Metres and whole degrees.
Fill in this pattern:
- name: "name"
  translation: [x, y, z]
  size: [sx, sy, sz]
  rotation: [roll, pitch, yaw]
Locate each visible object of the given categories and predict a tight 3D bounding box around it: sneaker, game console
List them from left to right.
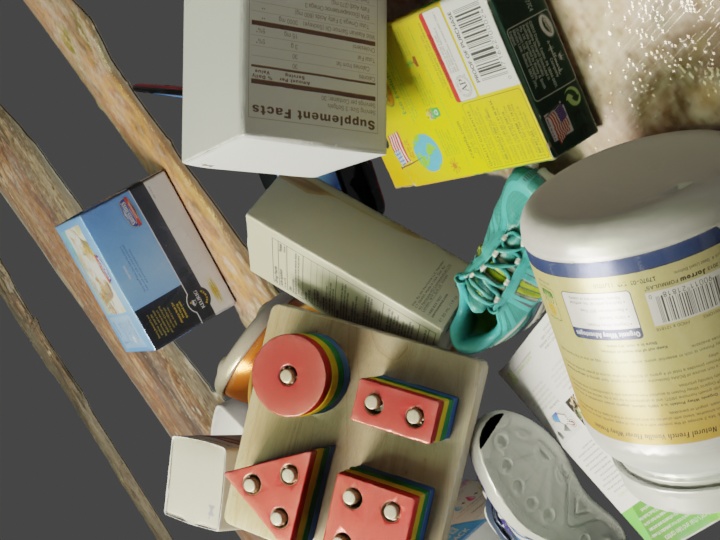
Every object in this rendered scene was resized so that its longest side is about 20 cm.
- name: "game console"
  translation: [-0.096, -0.113, 0.988]
  size: [0.200, 0.119, 0.173]
  rotation: [17, 132, 52]
- name: "sneaker"
  translation: [0.133, 0.197, 0.946]
  size: [0.200, 0.081, 0.146]
  rotation: [46, 159, -20]
- name: "sneaker"
  translation: [0.115, -0.001, 0.804]
  size: [0.078, 0.080, 0.200]
  rotation: [43, 149, 25]

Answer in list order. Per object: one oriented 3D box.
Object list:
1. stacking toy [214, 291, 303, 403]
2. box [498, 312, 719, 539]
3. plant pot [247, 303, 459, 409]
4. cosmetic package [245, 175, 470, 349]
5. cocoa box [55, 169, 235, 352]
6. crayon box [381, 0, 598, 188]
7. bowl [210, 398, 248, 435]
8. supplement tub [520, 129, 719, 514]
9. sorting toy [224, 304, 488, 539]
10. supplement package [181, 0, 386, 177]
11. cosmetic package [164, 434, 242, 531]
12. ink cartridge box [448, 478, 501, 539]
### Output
- name: "stacking toy"
  translation: [-0.051, 0.132, 1.190]
  size: [0.200, 0.146, 0.146]
  rotation: [37, 150, 5]
- name: "box"
  translation: [0.206, 0.118, 0.829]
  size: [0.200, 0.036, 0.144]
  rotation: [51, 152, 15]
- name: "plant pot"
  translation: [0.004, 0.147, 1.039]
  size: [0.200, 0.200, 0.183]
  rotation: [44, 165, 24]
- name: "cosmetic package"
  translation: [0.000, 0.000, 0.933]
  size: [0.200, 0.071, 0.105]
  rotation: [31, 154, 12]
- name: "cocoa box"
  translation: [-0.285, -0.008, 1.389]
  size: [0.133, 0.131, 0.200]
  rotation: [-9, 111, 60]
- name: "crayon box"
  translation: [0.068, -0.134, 0.771]
  size: [0.200, 0.051, 0.127]
  rotation: [-3, 115, 59]
- name: "bowl"
  translation: [-0.122, 0.273, 1.479]
  size: [0.200, 0.075, 0.200]
  rotation: [48, 151, 20]
- name: "supplement tub"
  translation: [0.191, 0.031, 0.642]
  size: [0.144, 0.144, 0.200]
  rotation: [9, 126, 55]
- name: "sorting toy"
  translation: [-0.019, 0.147, 0.871]
  size: [0.199, 0.070, 0.200]
  rotation: [15, 94, 24]
- name: "supplement package"
  translation: [-0.057, -0.178, 0.772]
  size: [0.117, 0.117, 0.200]
  rotation: [-7, 81, 60]
- name: "cosmetic package"
  translation: [-0.099, 0.225, 1.144]
  size: [0.103, 0.200, 0.087]
  rotation: [3, 87, 45]
- name: "ink cartridge box"
  translation: [0.083, 0.276, 1.103]
  size: [0.200, 0.115, 0.068]
  rotation: [-10, 110, 60]
